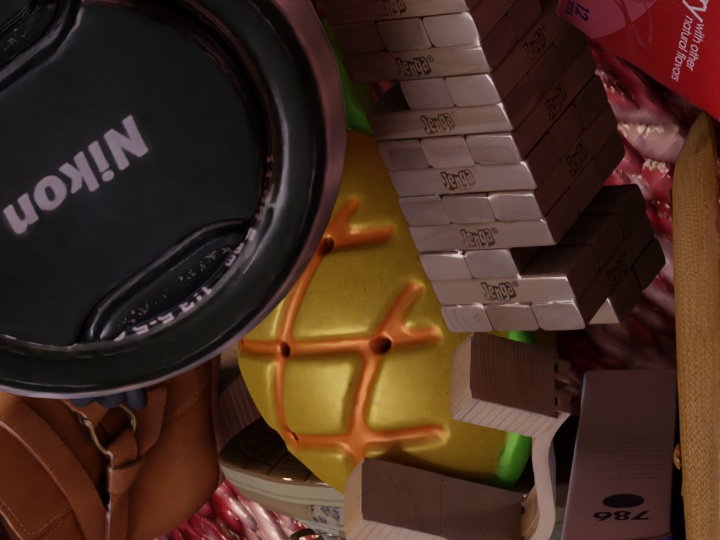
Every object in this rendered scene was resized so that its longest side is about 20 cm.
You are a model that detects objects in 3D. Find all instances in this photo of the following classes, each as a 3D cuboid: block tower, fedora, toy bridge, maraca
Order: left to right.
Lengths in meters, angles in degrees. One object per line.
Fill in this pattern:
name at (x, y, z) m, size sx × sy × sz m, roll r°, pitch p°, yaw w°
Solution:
maraca at (0.000, 0.000, 1.071) m, size 0.137 × 0.107 × 0.201 m, roll -46°, pitch 66°, yaw 42°
toy bridge at (0.027, 0.086, 1.018) m, size 0.067 × 0.027 × 0.200 m, roll 13°, pitch 144°, yaw -17°
block tower at (0.031, -0.071, 0.888) m, size 0.058 × 0.054 × 0.201 m, roll -3°, pitch 122°, yaw 37°
fedora at (0.140, 0.044, 0.924) m, size 0.081 × 0.201 × 0.201 m, roll -2°, pitch 131°, yaw 8°

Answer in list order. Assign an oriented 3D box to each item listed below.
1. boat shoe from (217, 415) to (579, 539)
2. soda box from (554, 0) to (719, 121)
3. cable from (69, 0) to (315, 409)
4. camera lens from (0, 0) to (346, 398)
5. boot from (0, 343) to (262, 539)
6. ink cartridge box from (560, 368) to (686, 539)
boat shoe at (0.022, 0.091, 1.164) m, size 0.199 × 0.073 × 0.063 m, roll 7°, pitch 126°, yaw 47°
soda box at (0.111, -0.139, 0.812) m, size 0.063 × 0.070 × 0.201 m, roll 34°, pitch 145°, yaw 20°
cable at (-0.078, -0.048, 1.073) m, size 0.200 × 0.051 × 0.164 m, roll -54°, pitch 39°, yaw 29°
camera lens at (-0.093, -0.065, 0.912) m, size 0.200 × 0.159 × 0.161 m, roll -109°, pitch -4°, yaw -65°
boot at (-0.114, 0.030, 1.192) m, size 0.073 × 0.155 × 0.201 m, roll 8°, pitch 129°, yaw 48°
ink cartridge box at (0.086, 0.109, 0.952) m, size 0.039 × 0.200 × 0.100 m, roll -2°, pitch 107°, yaw 9°
